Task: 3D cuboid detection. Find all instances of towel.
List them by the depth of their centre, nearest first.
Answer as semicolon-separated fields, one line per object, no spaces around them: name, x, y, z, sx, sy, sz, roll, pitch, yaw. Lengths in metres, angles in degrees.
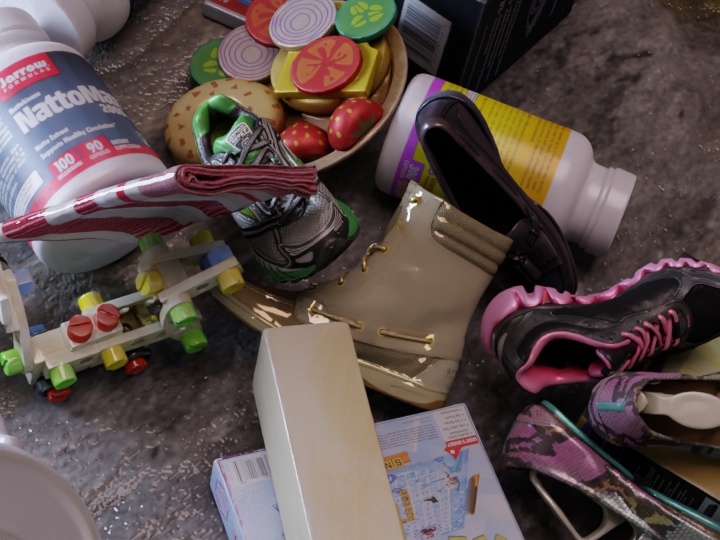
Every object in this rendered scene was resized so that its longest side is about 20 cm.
towel;-0.146;-0.043;1.228;0.144;0.200;0.023;-3;82;-51

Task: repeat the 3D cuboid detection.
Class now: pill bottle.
pill bottle;-0.245;-0.107;1.376;0.119;0.120;0.200;-25;63;-27
pill bottle;0.119;-0.080;1.443;0.199;0.104;0.104;21;53;5
pill bottle;-0.229;-0.266;1.499;0.115;0.116;0.200;24;53;6

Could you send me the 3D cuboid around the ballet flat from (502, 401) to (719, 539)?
ballet flat;0.189;0.175;1.282;0.200;0.069;0.071;34;86;4

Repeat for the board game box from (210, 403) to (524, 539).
board game box;0.017;0.205;1.250;0.199;0.041;0.200;-10;57;-19

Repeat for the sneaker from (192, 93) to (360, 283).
sneaker;-0.073;-0.061;1.300;0.078;0.085;0.200;-39;44;-8

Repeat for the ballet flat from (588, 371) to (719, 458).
ballet flat;0.261;0.103;1.271;0.199;0.071;0.069;4;88;-25

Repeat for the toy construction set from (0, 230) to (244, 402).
toy construction set;-0.189;0.030;1.273;0.199;0.131;0.092;-4;66;-19

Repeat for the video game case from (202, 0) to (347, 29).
video game case;-0.037;-0.271;1.605;0.143;0.017;0.200;25;53;6

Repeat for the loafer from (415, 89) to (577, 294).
loafer;0.100;-0.044;1.370;0.200;0.072;0.063;57;22;-12

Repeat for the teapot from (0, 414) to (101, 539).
teapot;-0.268;0.206;1.131;0.200;0.146;0.198;-29;93;-47

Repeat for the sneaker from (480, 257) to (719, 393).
sneaker;0.192;0.050;1.302;0.199;0.079;0.095;-12;26;-2

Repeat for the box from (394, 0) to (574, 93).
box;0.110;-0.257;1.545;0.104;0.148;0.200;36;54;16

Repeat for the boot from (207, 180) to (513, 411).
boot;0.000;0.000;1.330;0.199;0.073;0.156;24;92;2

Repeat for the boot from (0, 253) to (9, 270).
boot;-0.369;-0.033;1.324;0.203;0.074;0.154;-5;53;-15

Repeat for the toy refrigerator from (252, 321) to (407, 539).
toy refrigerator;-0.020;0.139;1.218;0.070;0.076;0.201;-4;54;-15

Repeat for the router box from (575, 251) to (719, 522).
router box;0.274;0.099;1.376;0.157;0.052;0.200;30;54;11

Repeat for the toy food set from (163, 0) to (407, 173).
toy food set;-0.057;-0.156;1.452;0.199;0.049;0.198;1;55;24
